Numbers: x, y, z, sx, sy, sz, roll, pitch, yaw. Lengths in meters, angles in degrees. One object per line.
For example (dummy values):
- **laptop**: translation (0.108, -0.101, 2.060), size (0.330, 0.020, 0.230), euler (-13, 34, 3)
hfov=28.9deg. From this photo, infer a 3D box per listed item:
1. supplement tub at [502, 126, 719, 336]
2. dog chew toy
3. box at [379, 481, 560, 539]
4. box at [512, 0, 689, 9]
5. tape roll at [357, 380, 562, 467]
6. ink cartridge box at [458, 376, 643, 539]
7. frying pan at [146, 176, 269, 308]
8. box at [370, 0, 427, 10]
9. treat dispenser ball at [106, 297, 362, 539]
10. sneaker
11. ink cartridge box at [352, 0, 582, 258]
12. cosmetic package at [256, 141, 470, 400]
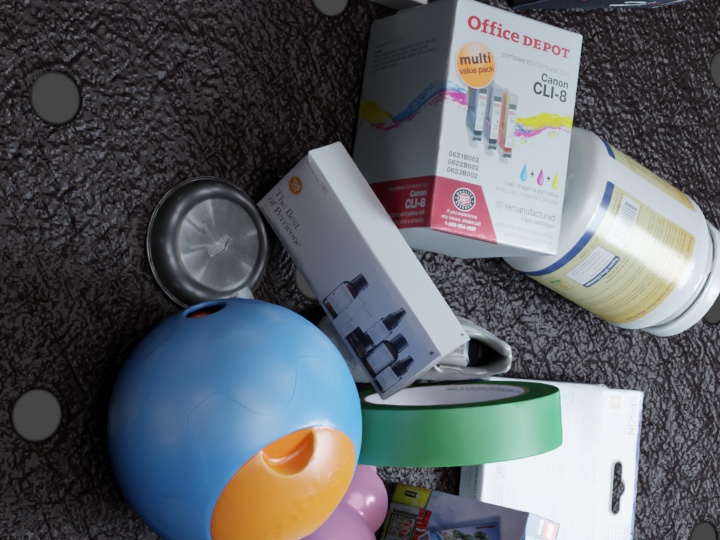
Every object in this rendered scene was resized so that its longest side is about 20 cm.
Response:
- **supplement tub**: translation (0.239, -0.032, 1.329), size (0.199, 0.144, 0.146), euler (28, 76, -28)
- **dog chew toy**: translation (-0.041, 0.244, 1.174), size (0.124, 0.124, 0.201), euler (42, 62, -24)
- **box**: translation (0.078, 0.264, 1.195), size (0.037, 0.199, 0.138), euler (22, 79, -29)
- **box**: translation (0.255, -0.313, 1.353), size (0.198, 0.122, 0.108), euler (-7, 94, -31)
- **tape roll**: translation (0.072, 0.128, 1.193), size (0.198, 0.200, 0.049), euler (-5, 92, -31)
- **ink cartridge box**: translation (0.183, 0.207, 1.354), size (0.198, 0.040, 0.202), euler (8, 86, -32)
- **frying pan**: translation (-0.119, 0.016, 1.178), size (0.114, 0.031, 0.193), euler (-9, 92, -31)
- **box**: translation (-0.029, -0.274, 1.226), size (0.198, 0.041, 0.039), euler (11, 84, -30)
- **treat dispenser ball**: translation (-0.097, 0.123, 1.088), size (0.199, 0.200, 0.204), euler (0, 90, -31)
- **sneaker**: translation (0.048, 0.065, 1.245), size (0.198, 0.087, 0.076), euler (0, 92, -30)
- **ink cartridge box**: translation (0.090, -0.121, 1.237), size (0.144, 0.144, 0.203), euler (10, 84, -31)
- **cosmetic package**: translation (0.000, 0.000, 1.169), size (0.050, 0.082, 0.201), euler (-22, 75, -53)
